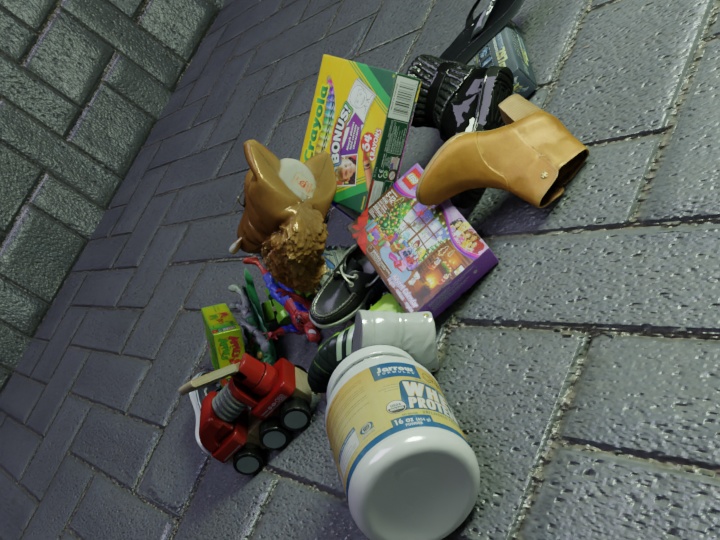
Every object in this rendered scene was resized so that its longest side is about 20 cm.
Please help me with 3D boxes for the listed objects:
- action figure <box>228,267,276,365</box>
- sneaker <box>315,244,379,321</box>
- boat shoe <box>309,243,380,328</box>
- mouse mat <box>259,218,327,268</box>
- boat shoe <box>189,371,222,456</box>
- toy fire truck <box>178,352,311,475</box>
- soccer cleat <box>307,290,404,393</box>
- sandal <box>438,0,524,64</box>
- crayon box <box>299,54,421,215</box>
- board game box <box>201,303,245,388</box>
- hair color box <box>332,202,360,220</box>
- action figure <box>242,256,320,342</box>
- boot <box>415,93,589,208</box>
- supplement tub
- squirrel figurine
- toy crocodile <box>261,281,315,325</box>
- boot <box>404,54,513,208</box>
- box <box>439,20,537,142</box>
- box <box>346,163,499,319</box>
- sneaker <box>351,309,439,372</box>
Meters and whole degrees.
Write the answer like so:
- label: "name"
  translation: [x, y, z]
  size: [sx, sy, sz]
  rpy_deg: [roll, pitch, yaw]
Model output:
- label: "action figure"
  translation: [-0.177, 0.106, 1.529]
  size: [0.201, 0.054, 0.120]
  rpy_deg: [-121, 25, -45]
- label: "sneaker"
  translation: [-0.040, -0.003, 1.413]
  size: [0.085, 0.077, 0.199]
  rpy_deg: [-45, 53, -6]
- label: "boat shoe"
  translation: [0.000, 0.000, 1.314]
  size: [0.199, 0.061, 0.074]
  rpy_deg: [-39, 61, -10]
- label: "mouse mat"
  translation: [-0.132, -0.068, 1.743]
  size: [0.162, 0.007, 0.200]
  rpy_deg: [-53, 27, 7]
- label: "boat shoe"
  translation: [-0.241, 0.224, 1.528]
  size: [0.068, 0.072, 0.201]
  rpy_deg: [-44, 26, 11]
- label: "toy fire truck"
  translation: [-0.188, 0.194, 1.326]
  size: [0.176, 0.199, 0.130]
  rpy_deg: [-43, 28, 22]
- label: "soccer cleat"
  translation: [-0.001, 0.114, 1.256]
  size: [0.200, 0.067, 0.082]
  rpy_deg: [-44, 41, 22]
- label: "sandal"
  translation: [0.185, -0.384, 1.408]
  size: [0.200, 0.043, 0.076]
  rpy_deg: [-47, 26, 13]
- label: "crayon box"
  translation: [-0.008, -0.200, 1.344]
  size: [0.171, 0.057, 0.204]
  rpy_deg: [25, 105, 45]
- label: "board game box"
  translation: [-0.230, 0.129, 1.550]
  size: [0.047, 0.104, 0.200]
  rpy_deg: [-12, 13, -13]
- label: "hair color box"
  translation: [0.006, -0.170, 1.506]
  size: [0.065, 0.108, 0.203]
  rpy_deg: [-37, 32, 32]
- label: "action figure"
  translation: [-0.136, 0.039, 1.453]
  size: [0.201, 0.098, 0.066]
  rpy_deg: [51, 118, 25]
- label: "boot"
  translation: [0.176, -0.121, 1.147]
  size: [0.201, 0.071, 0.145]
  rpy_deg: [-42, 54, 4]
- label: "supplement tub"
  translation: [0.038, 0.188, 1.011]
  size: [0.145, 0.144, 0.201]
  rpy_deg: [-49, 28, 12]
- label: "squirrel figurine"
  translation: [-0.122, -0.060, 1.331]
  size: [0.187, 0.139, 0.204]
  rpy_deg: [-43, 58, 46]
- label: "toy crocodile"
  translation: [-0.099, 0.031, 1.520]
  size: [0.199, 0.061, 0.068]
  rpy_deg: [-41, 65, 30]
- label: "boot"
  translation: [0.120, -0.200, 1.296]
  size: [0.155, 0.079, 0.215]
  rpy_deg: [13, 80, 34]
- label: "box"
  translation: [0.186, -0.291, 1.402]
  size: [0.157, 0.051, 0.202]
  rpy_deg: [-42, 29, 28]
- label: "box"
  translation: [0.078, -0.036, 1.221]
  size: [0.136, 0.039, 0.201]
  rpy_deg: [-41, 47, 6]
- label: "sneaker"
  translation: [0.044, 0.135, 1.143]
  size: [0.074, 0.113, 0.203]
  rpy_deg: [-106, 19, -49]
